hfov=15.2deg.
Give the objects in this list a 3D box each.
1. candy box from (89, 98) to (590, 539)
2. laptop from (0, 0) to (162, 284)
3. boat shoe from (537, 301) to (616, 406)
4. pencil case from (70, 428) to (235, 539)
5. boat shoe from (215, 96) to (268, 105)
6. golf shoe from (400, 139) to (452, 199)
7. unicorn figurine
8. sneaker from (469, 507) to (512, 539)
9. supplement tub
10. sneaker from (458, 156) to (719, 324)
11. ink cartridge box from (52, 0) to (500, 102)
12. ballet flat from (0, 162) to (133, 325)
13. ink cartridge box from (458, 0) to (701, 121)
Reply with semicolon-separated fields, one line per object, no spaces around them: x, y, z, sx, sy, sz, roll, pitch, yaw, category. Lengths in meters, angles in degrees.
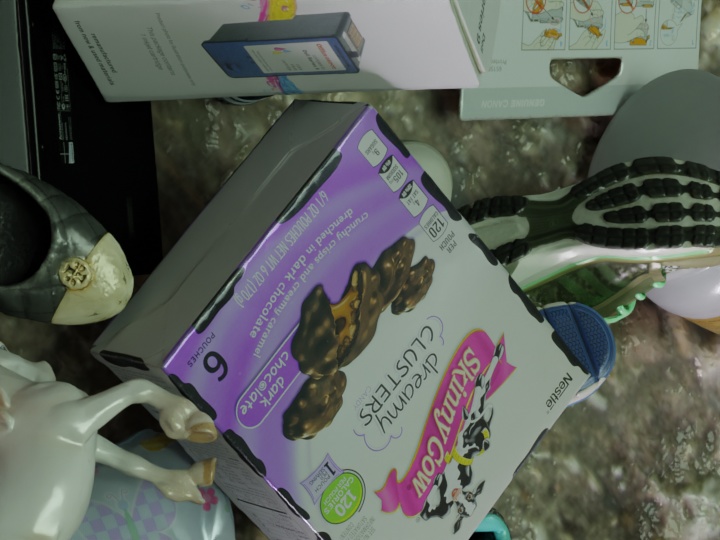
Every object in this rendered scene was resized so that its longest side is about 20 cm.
-0.005;0.045;1.312;0.168;0.071;0.200;-52;121;-19;candy box
-0.196;-0.085;1.317;0.200;0.115;0.188;-6;93;-67;laptop
0.040;0.076;1.451;0.199;0.072;0.073;-13;73;-12;boat shoe
-0.156;0.142;1.293;0.199;0.083;0.091;-16;72;-38;pencil case
-0.026;-0.184;1.406;0.071;0.091;0.201;19;76;-37;boat shoe
0.000;0.000;1.417;0.200;0.097;0.078;-46;114;-32;golf shoe
-0.137;0.095;1.226;0.137;0.074;0.201;9;49;3;unicorn figurine
0.001;0.171;1.412;0.200;0.091;0.078;-36;109;-34;sneaker
0.243;-0.026;1.582;0.200;0.144;0.145;24;73;-36;supplement tub
0.134;-0.002;1.488;0.077;0.199;0.089;-80;153;-44;sneaker
-0.033;-0.165;1.303;0.088;0.199;0.146;65;30;-55;ink cartridge box
-0.194;-0.032;1.233;0.200;0.057;0.067;30;86;-10;ballet flat
0.121;-0.178;1.557;0.199;0.043;0.174;-4;102;-39;ink cartridge box
